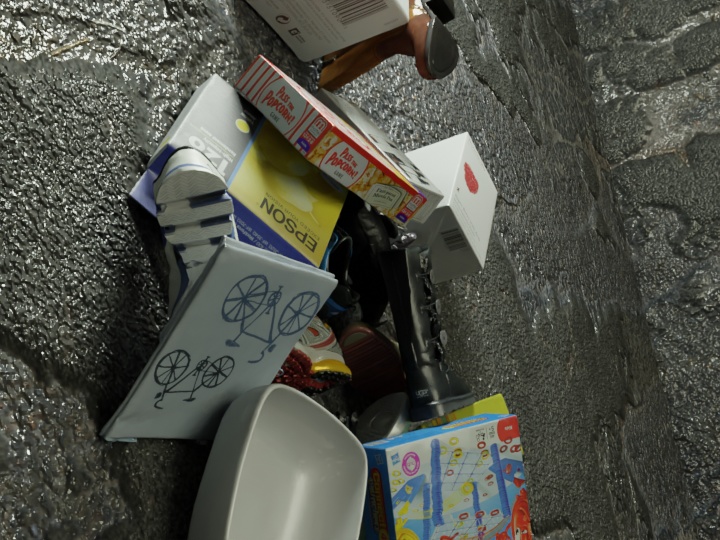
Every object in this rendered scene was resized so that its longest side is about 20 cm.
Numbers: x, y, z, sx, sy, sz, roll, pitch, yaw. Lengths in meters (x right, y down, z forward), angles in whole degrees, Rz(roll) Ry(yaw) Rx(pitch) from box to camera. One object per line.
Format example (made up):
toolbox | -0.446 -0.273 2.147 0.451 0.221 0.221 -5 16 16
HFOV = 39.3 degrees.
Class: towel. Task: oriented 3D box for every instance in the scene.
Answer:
towel | 0.135 0.210 1.234 0.200 0.018 0.087 -9 78 -54

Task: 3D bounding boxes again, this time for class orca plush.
orca plush | 0.000 0.000 1.210 0.071 0.105 0.201 -119 -151 -63

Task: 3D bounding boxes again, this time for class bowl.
bowl | -0.081 0.220 0.931 0.200 0.074 0.201 46 49 -46

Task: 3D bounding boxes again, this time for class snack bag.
snack bag | -0.119 0.071 0.889 0.021 0.201 0.188 38 10 28

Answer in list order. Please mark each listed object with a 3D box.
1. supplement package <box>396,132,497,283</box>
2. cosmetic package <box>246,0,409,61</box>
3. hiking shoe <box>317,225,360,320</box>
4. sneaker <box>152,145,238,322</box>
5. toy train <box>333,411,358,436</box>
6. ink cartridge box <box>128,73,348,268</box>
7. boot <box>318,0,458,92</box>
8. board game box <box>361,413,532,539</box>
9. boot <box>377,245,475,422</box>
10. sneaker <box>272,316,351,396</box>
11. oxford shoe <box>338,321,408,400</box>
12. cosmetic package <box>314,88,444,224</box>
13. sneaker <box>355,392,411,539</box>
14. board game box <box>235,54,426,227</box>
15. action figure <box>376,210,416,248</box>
supplement package | 0.117 -0.090 1.479 0.122 0.119 0.200 58 30 -28
cosmetic package | -0.045 -0.412 1.285 0.165 0.164 0.201 42 41 -49
hiking shoe | -0.047 -0.039 1.158 0.074 0.086 0.201 11 66 -62
sneaker | -0.144 -0.030 0.920 0.115 0.080 0.200 -109 -166 -55
toy train | -0.057 0.175 1.084 0.200 0.034 0.046 15 75 -62
ink cartridge box | -0.114 -0.082 1.031 0.197 0.047 0.200 40 36 -19
boot | 0.024 -0.281 1.311 0.068 0.199 0.189 43 35 -43
board game box | 0.098 0.272 1.110 0.199 0.056 0.197 -7 90 -37
boot | 0.080 0.072 1.217 0.165 0.065 0.201 11 65 -75
sneaker | -0.083 0.076 1.054 0.200 0.078 0.083 32 36 -61
oxford shoe | 0.024 0.115 1.254 0.200 0.070 0.074 56 16 -45
cosmetic package | 0.014 -0.145 1.261 0.082 0.051 0.200 18 26 -54
sneaker | 0.033 0.246 1.169 0.118 0.073 0.201 50 44 -29
board game box | -0.029 -0.139 1.109 0.152 0.046 0.200 47 10 35
action figure | 0.005 -0.077 1.300 0.131 0.069 0.200 -94 157 -43
